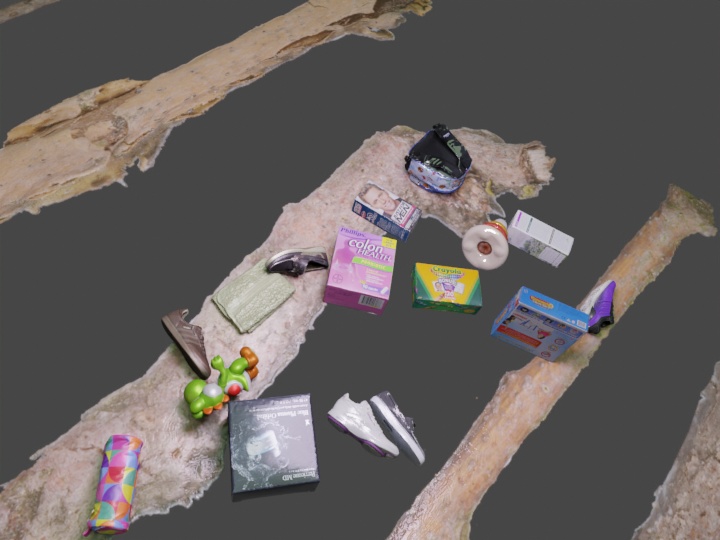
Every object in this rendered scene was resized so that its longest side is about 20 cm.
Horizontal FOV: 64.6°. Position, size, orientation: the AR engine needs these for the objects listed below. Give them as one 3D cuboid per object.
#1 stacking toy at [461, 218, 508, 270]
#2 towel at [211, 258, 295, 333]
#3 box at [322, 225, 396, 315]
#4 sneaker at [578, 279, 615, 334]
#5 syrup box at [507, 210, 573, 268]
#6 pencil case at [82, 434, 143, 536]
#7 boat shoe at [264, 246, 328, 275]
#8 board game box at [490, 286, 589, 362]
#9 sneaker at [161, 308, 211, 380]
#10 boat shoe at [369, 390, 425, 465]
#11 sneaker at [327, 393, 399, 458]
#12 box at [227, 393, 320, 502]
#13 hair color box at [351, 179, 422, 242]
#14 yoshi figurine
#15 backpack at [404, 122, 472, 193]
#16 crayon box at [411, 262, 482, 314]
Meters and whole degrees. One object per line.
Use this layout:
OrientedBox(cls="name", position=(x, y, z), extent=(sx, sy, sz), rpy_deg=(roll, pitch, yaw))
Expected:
OrientedBox(cls="stacking toy", position=(0.409, -0.105, 1.771), extent=(0.145, 0.147, 0.200), rpy_deg=(34, 39, 9))
OrientedBox(cls="towel", position=(-0.284, 0.065, 1.537), extent=(0.148, 0.037, 0.199), rpy_deg=(43, 60, 13))
OrientedBox(cls="box", position=(0.000, 0.000, 1.607), extent=(0.172, 0.097, 0.203), rpy_deg=(14, 56, -4))
OrientedBox(cls="sneaker", position=(0.735, 0.118, 1.730), extent=(0.099, 0.070, 0.200), rpy_deg=(44, 64, 7))
OrientedBox(cls="syrup box", position=(0.563, -0.100, 1.809), extent=(0.197, 0.079, 0.082), rpy_deg=(29, 57, 6))
OrientedBox(cls="pencil case", position=(-0.524, 0.458, 1.217), extent=(0.086, 0.089, 0.204), rpy_deg=(6, 56, -9))
OrientedBox(cls="boat shoe", position=(-0.170, -0.020, 1.582), extent=(0.197, 0.072, 0.066), rpy_deg=(-11, 65, -40))
OrientedBox(cls="board game box", position=(0.490, 0.152, 1.569), extent=(0.197, 0.197, 0.057), rpy_deg=(23, 56, 2))
OrientedBox(cls="sneaker", position=(-0.417, 0.176, 1.419), extent=(0.075, 0.071, 0.201), rpy_deg=(-32, 71, -29))
OrientedBox(cls="boat shoe", position=(0.104, 0.386, 1.419), extent=(0.066, 0.071, 0.200), rpy_deg=(-29, 62, -25))
OrientedBox(cls="sneaker", position=(0.019, 0.379, 1.394), extent=(0.198, 0.075, 0.100), rpy_deg=(34, 59, 8))
OrientedBox(cls="box", position=(-0.202, 0.404, 1.304), extent=(0.192, 0.118, 0.204), rpy_deg=(-3, 61, -15))
OrientedBox(cls="hair color box", position=(0.082, -0.185, 1.760), extent=(0.198, 0.061, 0.101), rpy_deg=(30, 57, 7))
OrientedBox(cls="yoshi figurine", position=(-0.340, 0.263, 1.355), extent=(0.199, 0.111, 0.114), rpy_deg=(-39, 103, -40))
OrientedBox(cls="backpack", position=(0.256, -0.340, 1.842), extent=(0.189, 0.155, 0.200), rpy_deg=(34, 63, 18))
OrientedBox(cls="crayon box", position=(0.248, 0.054, 1.654), extent=(0.195, 0.059, 0.121), rpy_deg=(7, 58, -9))
